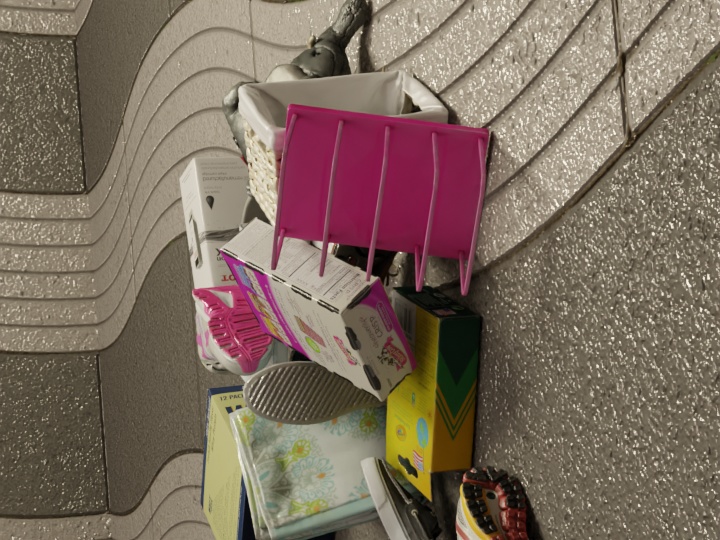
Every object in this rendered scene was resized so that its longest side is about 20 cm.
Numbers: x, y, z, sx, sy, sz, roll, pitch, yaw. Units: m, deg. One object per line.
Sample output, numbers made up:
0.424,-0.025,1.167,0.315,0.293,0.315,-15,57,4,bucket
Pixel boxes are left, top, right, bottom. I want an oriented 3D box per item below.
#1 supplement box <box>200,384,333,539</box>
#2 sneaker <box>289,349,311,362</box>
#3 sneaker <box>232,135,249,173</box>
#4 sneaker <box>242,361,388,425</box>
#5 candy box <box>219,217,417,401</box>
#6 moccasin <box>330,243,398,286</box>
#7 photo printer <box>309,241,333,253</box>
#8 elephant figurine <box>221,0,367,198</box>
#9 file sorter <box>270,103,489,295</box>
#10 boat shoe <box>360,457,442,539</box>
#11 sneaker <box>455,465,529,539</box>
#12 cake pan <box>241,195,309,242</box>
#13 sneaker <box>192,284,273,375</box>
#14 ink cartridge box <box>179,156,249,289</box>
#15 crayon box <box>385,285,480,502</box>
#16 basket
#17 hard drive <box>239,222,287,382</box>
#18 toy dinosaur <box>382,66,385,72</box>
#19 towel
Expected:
-0.128,0.290,1.885,0.200,0.134,0.201,-129,41,-56,supplement box
-0.036,0.188,1.690,0.146,0.077,0.203,-171,68,-80,sneaker
-0.105,-0.191,1.776,0.076,0.115,0.200,-114,29,-43,sneaker
-0.040,0.132,1.547,0.082,0.199,0.074,177,90,-73,sneaker
-0.044,0.038,1.426,0.200,0.061,0.137,28,152,42,candy box
0.002,0.001,1.550,0.078,0.073,0.202,-19,-51,-78,moccasin
-0.041,-0.015,1.701,0.200,0.069,0.167,110,147,-47,photo printer
-0.065,-0.209,1.634,0.200,0.141,0.156,-27,91,41,elephant figurine
0.017,-0.063,1.318,0.126,0.199,0.139,-84,2,-64,file sorter
0.062,0.283,1.456,0.069,0.056,0.200,75,169,-67,boat shoe
0.138,0.288,1.297,0.082,0.078,0.200,103,163,-45,sneaker
-0.105,-0.005,1.716,0.200,0.037,0.201,174,90,-68,cake pan
-0.151,0.088,1.644,0.200,0.081,0.089,-129,37,-65,sneaker
-0.161,-0.052,1.903,0.083,0.146,0.201,138,125,-61,ink cartridge box
0.074,0.128,1.453,0.127,0.051,0.201,-146,56,-64,crayon box
-0.021,-0.128,1.461,0.136,0.199,0.124,-126,33,-56,basket
-0.121,0.056,1.687,0.132,0.027,0.201,-140,49,-59,hard drive
-0.007,-0.125,1.581,0.106,0.200,0.060,48,-179,-25,toy dinosaur
-0.040,0.213,1.562,0.048,0.199,0.172,88,166,-58,towel
